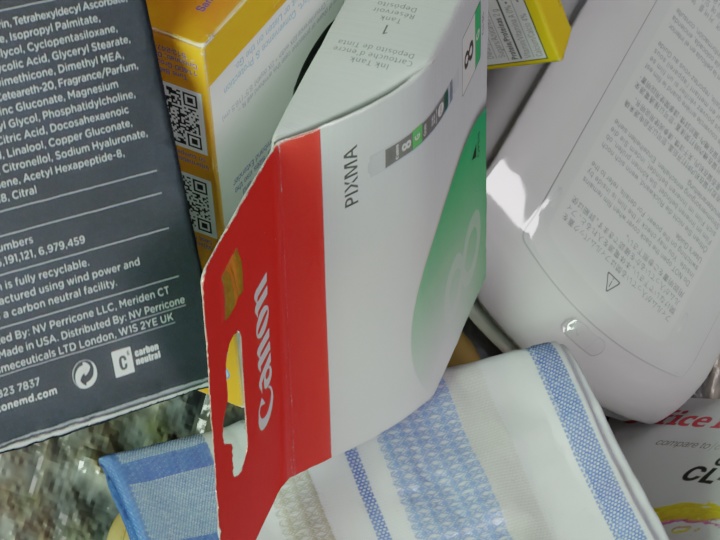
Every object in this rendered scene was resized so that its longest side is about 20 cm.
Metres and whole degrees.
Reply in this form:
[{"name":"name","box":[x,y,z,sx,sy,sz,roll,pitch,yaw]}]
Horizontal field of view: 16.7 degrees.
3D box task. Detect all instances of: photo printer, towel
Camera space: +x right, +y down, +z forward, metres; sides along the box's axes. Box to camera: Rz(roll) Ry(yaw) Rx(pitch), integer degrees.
[{"name":"photo printer","box":[0.113,-0.046,1.061,0.166,0.069,0.201,41,68,-29]},{"name":"towel","box":[0.018,0.103,0.911,0.198,0.024,0.148,-12,56,-19]}]

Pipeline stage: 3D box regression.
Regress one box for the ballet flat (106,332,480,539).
[{"name":"ballet flat","box":[-0.009,0.083,0.978,0.199,0.063,0.069,-31,108,-32]}]

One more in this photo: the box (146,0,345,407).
[{"name":"box","box":[-0.035,-0.044,0.915,0.119,0.041,0.201,-52,153,-39]}]

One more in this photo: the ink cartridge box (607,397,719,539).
[{"name":"ink cartridge box","box":[0.112,0.140,1.014,0.200,0.147,0.086,-38,111,-30]}]

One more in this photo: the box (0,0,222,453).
[{"name":"box","box":[-0.146,-0.047,0.828,0.107,0.148,0.202,-17,100,-34]}]

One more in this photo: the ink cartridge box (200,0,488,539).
[{"name":"ink cartridge box","box":[0.000,0.000,0.875,0.201,0.050,0.162,-67,162,-46]}]

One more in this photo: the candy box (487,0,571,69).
[{"name":"candy box","box":[0.002,-0.154,0.912,0.201,0.101,0.027,64,35,-38]}]
